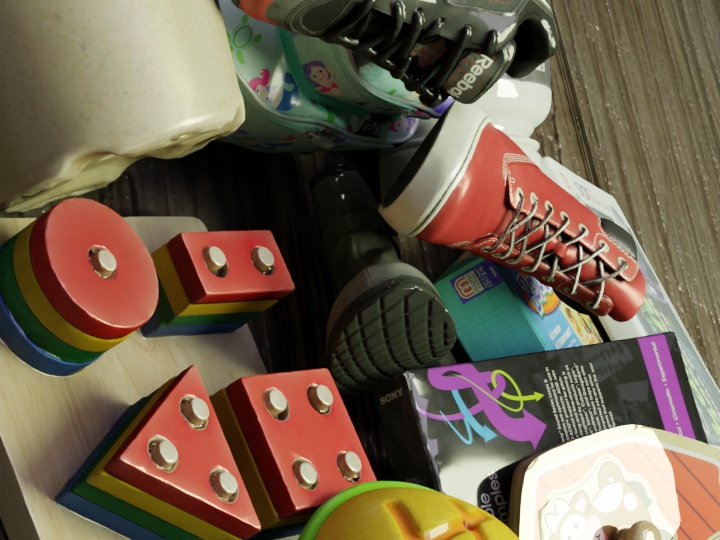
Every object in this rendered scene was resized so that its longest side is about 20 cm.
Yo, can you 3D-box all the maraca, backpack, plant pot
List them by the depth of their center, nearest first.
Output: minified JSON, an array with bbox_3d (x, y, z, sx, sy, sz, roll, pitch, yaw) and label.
[{"bbox_3d":[0.050,0.181,1.105,0.200,0.107,0.137,38,53,-12],"label":"maraca"},{"bbox_3d":[-0.145,-0.133,1.120,0.200,0.200,0.184,-21,89,-57],"label":"plant pot"},{"bbox_3d":[-0.039,-0.152,1.264,0.200,0.150,0.178,6,82,-49],"label":"backpack"}]

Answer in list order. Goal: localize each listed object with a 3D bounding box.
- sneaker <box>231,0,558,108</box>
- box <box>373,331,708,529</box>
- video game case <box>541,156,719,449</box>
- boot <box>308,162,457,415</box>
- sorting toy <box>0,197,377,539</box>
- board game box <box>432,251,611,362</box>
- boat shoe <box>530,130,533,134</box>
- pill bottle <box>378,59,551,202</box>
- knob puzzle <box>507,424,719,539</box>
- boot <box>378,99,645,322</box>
[{"bbox_3d":[0.024,-0.129,1.152,0.200,0.071,0.098,-4,63,-43],"label":"sneaker"},{"bbox_3d":[0.108,0.113,1.244,0.200,0.036,0.143,-5,75,-40],"label":"box"},{"bbox_3d":[0.176,0.030,1.471,0.200,0.023,0.182,63,14,14],"label":"video game case"},{"bbox_3d":[0.000,0.000,1.243,0.200,0.068,0.131,65,2,-71],"label":"boot"},{"bbox_3d":[-0.092,0.055,1.116,0.199,0.070,0.200,-2,64,-53],"label":"sorting toy"},{"bbox_3d":[0.123,0.069,1.368,0.200,0.045,0.152,60,19,-2],"label":"board game box"},{"bbox_3d":[0.047,-0.162,1.483,0.068,0.072,0.200,11,51,-51],"label":"boat shoe"},{"bbox_3d":[0.055,-0.138,1.389,0.113,0.113,0.200,5,81,-51],"label":"pill bottle"},{"bbox_3d":[0.151,0.166,1.211,0.219,0.030,0.220,9,74,-36],"label":"knob puzzle"},{"bbox_3d":[0.088,-0.021,1.229,0.144,0.072,0.200,39,12,3],"label":"boot"}]
